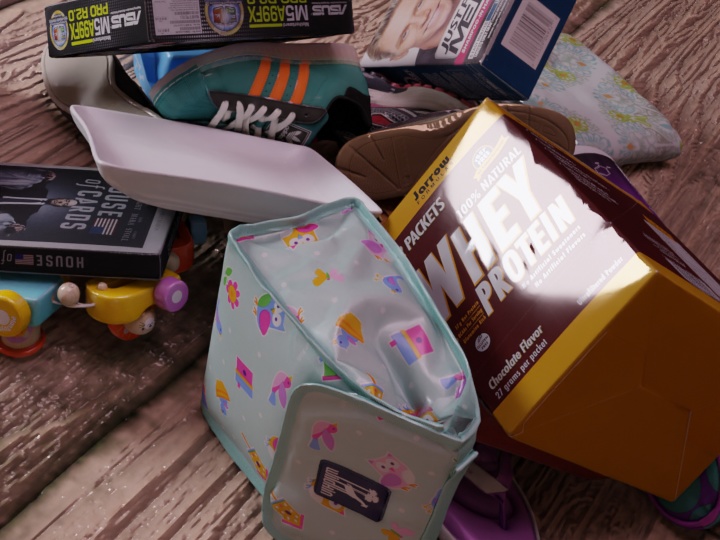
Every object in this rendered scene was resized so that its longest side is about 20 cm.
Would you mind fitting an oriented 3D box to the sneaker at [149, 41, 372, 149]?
[{"bbox_3d":[-0.072,-0.137,1.053,0.200,0.071,0.080,-12,72,-34],"label":"sneaker"}]

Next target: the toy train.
[{"bbox_3d":[-0.196,0.009,0.916,0.199,0.056,0.150,-8,27,-22],"label":"toy train"}]

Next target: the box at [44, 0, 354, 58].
[{"bbox_3d":[-0.130,-0.204,1.048,0.200,0.044,0.160,-11,10,-40],"label":"box"}]

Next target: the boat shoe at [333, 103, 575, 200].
[{"bbox_3d":[0.073,-0.099,1.048,0.199,0.072,0.065,-11,18,-8],"label":"boat shoe"}]

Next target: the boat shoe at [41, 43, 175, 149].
[{"bbox_3d":[-0.208,-0.131,1.085,0.067,0.057,0.200,-38,55,-8],"label":"boat shoe"}]

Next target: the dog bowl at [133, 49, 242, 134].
[{"bbox_3d":[-0.141,-0.167,1.154,0.111,0.050,0.200,-5,44,-29],"label":"dog bowl"}]

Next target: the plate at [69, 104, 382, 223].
[{"bbox_3d":[-0.106,-0.072,0.936,0.199,0.032,0.200,8,16,-21],"label":"plate"}]

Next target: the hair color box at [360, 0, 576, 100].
[{"bbox_3d":[0.088,-0.205,1.121,0.060,0.100,0.200,31,-9,-29],"label":"hair color box"}]

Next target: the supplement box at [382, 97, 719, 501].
[{"bbox_3d":[0.149,0.021,0.869,0.197,0.133,0.200,26,20,-42],"label":"supplement box"}]

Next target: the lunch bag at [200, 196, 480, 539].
[{"bbox_3d":[-0.009,0.084,0.806,0.122,0.171,0.200,-16,52,-30],"label":"lunch bag"}]

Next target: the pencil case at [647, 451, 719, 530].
[{"bbox_3d":[0.304,0.129,0.960,0.200,0.085,0.093,-9,63,-33],"label":"pencil case"}]

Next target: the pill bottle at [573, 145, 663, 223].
[{"bbox_3d":[0.192,-0.027,1.078,0.112,0.113,0.200,-3,43,-27],"label":"pill bottle"}]

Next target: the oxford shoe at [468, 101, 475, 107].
[{"bbox_3d":[0.074,-0.165,1.227,0.071,0.073,0.200,-7,45,-31],"label":"oxford shoe"}]

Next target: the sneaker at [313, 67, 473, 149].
[{"bbox_3d":[0.033,-0.125,1.150,0.199,0.081,0.075,17,78,16],"label":"sneaker"}]

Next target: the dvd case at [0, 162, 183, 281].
[{"bbox_3d":[-0.231,-0.039,0.919,0.199,0.025,0.150,3,25,-1],"label":"dvd case"}]

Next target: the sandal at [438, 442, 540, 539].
[{"bbox_3d":[0.070,0.122,0.893,0.082,0.050,0.203,1,42,-23],"label":"sandal"}]

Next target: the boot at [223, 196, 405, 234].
[{"bbox_3d":[0.000,0.000,1.005,0.155,0.077,0.200,-6,37,-35],"label":"boot"}]

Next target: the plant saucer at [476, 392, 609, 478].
[{"bbox_3d":[0.087,0.068,0.914,0.199,0.037,0.200,25,22,-45],"label":"plant saucer"}]

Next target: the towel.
[{"bbox_3d":[0.212,-0.176,1.323,0.171,0.048,0.200,-11,47,-33],"label":"towel"}]
